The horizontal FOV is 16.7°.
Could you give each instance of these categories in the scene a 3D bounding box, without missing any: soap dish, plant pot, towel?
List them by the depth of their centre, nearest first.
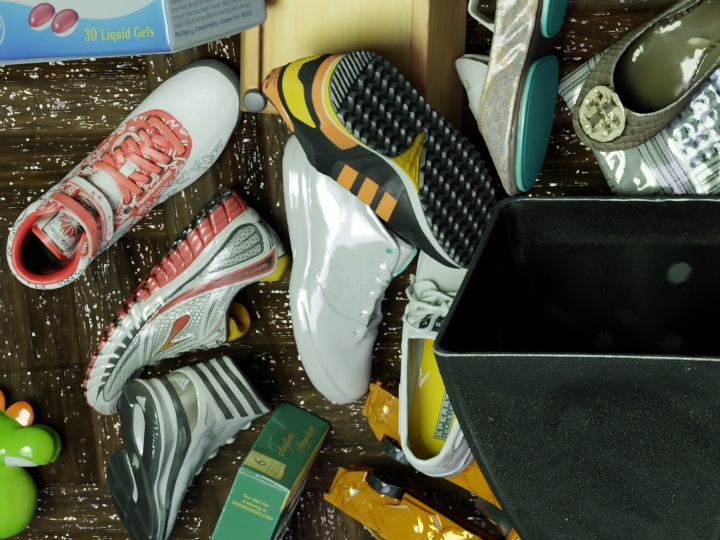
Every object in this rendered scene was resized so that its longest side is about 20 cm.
[{"bbox_3d":[0.176,0.076,1.581,0.199,0.200,0.178,0,121,18],"label":"plant pot"},{"bbox_3d":[0.249,-0.084,1.627,0.192,0.035,0.200,-29,86,22],"label":"towel"},{"bbox_3d":[-0.008,-0.190,1.647,0.157,0.081,0.201,6,113,11],"label":"soap dish"}]

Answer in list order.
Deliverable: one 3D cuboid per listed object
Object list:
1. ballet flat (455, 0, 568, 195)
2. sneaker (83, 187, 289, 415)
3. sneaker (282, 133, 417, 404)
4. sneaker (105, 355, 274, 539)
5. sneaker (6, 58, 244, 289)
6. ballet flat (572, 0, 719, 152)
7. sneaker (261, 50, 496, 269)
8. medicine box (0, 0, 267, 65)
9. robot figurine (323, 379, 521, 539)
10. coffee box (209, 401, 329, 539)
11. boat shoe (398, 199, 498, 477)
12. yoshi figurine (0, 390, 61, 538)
[{"bbox_3d":[0.102,-0.153,1.644,0.067,0.068,0.201,15,102,24],"label":"ballet flat"},{"bbox_3d":[-0.128,0.037,1.766,0.082,0.078,0.200,39,115,-6],"label":"sneaker"},{"bbox_3d":[0.000,0.000,1.719,0.088,0.075,0.201,0,109,19],"label":"sneaker"},{"bbox_3d":[-0.117,0.133,1.802,0.076,0.115,0.201,58,153,27],"label":"sneaker"},{"bbox_3d":[-0.165,-0.062,1.719,0.201,0.108,0.067,-39,98,23],"label":"sneaker"},{"bbox_3d":[0.214,-0.147,1.598,0.200,0.046,0.067,-37,80,24],"label":"ballet flat"},{"bbox_3d":[0.013,-0.075,1.623,0.090,0.070,0.200,7,149,43],"label":"sneaker"},{"bbox_3d":[-0.174,-0.245,1.608,0.182,0.103,0.201,0,106,37],"label":"medicine box"},{"bbox_3d":[0.079,0.163,1.739,0.200,0.058,0.145,28,105,22],"label":"robot figurine"},{"bbox_3d":[-0.087,0.207,1.798,0.044,0.123,0.200,24,113,5],"label":"coffee box"},{"bbox_3d":[0.057,0.039,1.679,0.074,0.086,0.203,11,85,16],"label":"boat shoe"},{"bbox_3d":[-0.324,0.156,1.850,0.199,0.113,0.112,0,127,11],"label":"yoshi figurine"}]
